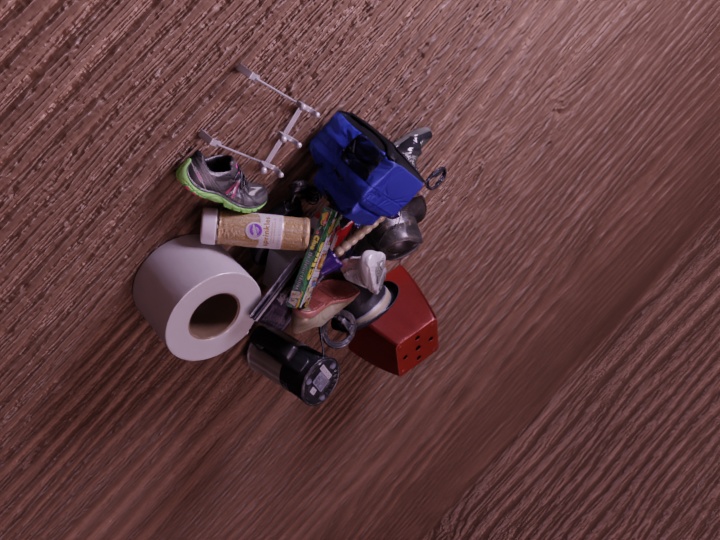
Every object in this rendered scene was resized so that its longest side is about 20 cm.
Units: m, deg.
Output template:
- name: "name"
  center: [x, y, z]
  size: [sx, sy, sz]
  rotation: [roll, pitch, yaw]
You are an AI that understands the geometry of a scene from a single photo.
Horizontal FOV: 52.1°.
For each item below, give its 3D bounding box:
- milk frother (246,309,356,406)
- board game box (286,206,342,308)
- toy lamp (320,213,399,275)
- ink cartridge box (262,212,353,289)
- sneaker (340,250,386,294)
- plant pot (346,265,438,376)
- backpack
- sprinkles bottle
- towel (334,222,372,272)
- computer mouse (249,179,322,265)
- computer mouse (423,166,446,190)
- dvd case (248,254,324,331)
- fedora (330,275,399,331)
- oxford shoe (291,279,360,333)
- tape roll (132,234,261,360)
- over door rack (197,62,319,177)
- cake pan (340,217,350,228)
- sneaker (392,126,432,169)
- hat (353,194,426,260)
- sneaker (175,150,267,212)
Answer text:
- name: "milk frother"
  center: [-0.129, 0.166, 1.657]
  size: [0.200, 0.188, 0.181]
  rotation: [-40, 137, -31]
- name: "board game box"
  center: [-0.087, -0.024, 1.423]
  size: [0.105, 0.023, 0.200]
  rotation: [4, 108, -78]
- name: "toy lamp"
  center: [-0.012, -0.065, 1.497]
  size: [0.200, 0.058, 0.058]
  rotation: [-39, 145, 2]
- name: "ink cartridge box"
  center: [-0.108, -0.040, 1.548]
  size: [0.200, 0.067, 0.116]
  rotation: [-39, 159, -39]
- name: "sneaker"
  center: [0.000, 0.000, 1.584]
  size: [0.200, 0.099, 0.078]
  rotation: [82, 27, -74]
- name: "plant pot"
  center: [0.092, 0.146, 1.881]
  size: [0.200, 0.176, 0.200]
  rotation: [-34, 143, -21]
- name: "backpack"
  center: [-0.010, -0.202, 1.427]
  size: [0.168, 0.200, 0.163]
  rotation: [-43, 154, 7]
- name: "sprinkles bottle"
  center: [-0.197, -0.076, 1.379]
  size: [0.200, 0.068, 0.068]
  rotation: [4, 126, -10]
- name: "towel"
  center: [0.033, -0.073, 1.672]
  size: [0.200, 0.024, 0.145]
  rotation: [-20, 146, -43]
- name: "computer mouse"
  center: [-0.163, -0.102, 1.479]
  size: [0.200, 0.053, 0.138]
  rotation: [-54, 166, 7]
- name: "computer mouse"
  center: [0.121, -0.195, 1.658]
  size: [0.200, 0.034, 0.059]
  rotation: [-24, 122, -37]
- name: "dvd case"
  center: [-0.144, 0.050, 1.484]
  size: [0.149, 0.016, 0.200]
  rotation: [-53, 165, -2]
- name: "fedora"
  center: [-0.006, 0.055, 1.726]
  size: [0.201, 0.201, 0.092]
  rotation: [-36, 112, -17]
- name: "oxford shoe"
  center: [-0.079, 0.074, 1.564]
  size: [0.200, 0.071, 0.074]
  rotation: [-20, 137, -47]
- name: "tape roll"
  center: [-0.309, 0.051, 1.397]
  size: [0.203, 0.139, 0.203]
  rotation: [-29, 141, -27]
- name: "over door rack"
  center: [-0.171, -0.256, 1.319]
  size: [0.200, 0.067, 0.148]
  rotation: [20, 107, -53]
- name: "cake pan"
  center: [0.018, -0.141, 1.652]
  size: [0.200, 0.037, 0.200]
  rotation: [-28, 139, -27]
- name: "sneaker"
  center: [0.101, -0.225, 1.576]
  size: [0.199, 0.114, 0.076]
  rotation: [-41, 180, -32]
- name: "hat"
  center: [0.083, -0.075, 1.598]
  size: [0.201, 0.081, 0.201]
  rotation: [-30, 156, -15]
- name: "sneaker"
  center: [-0.235, -0.162, 1.331]
  size: [0.200, 0.077, 0.084]
  rotation: [14, 116, -53]
